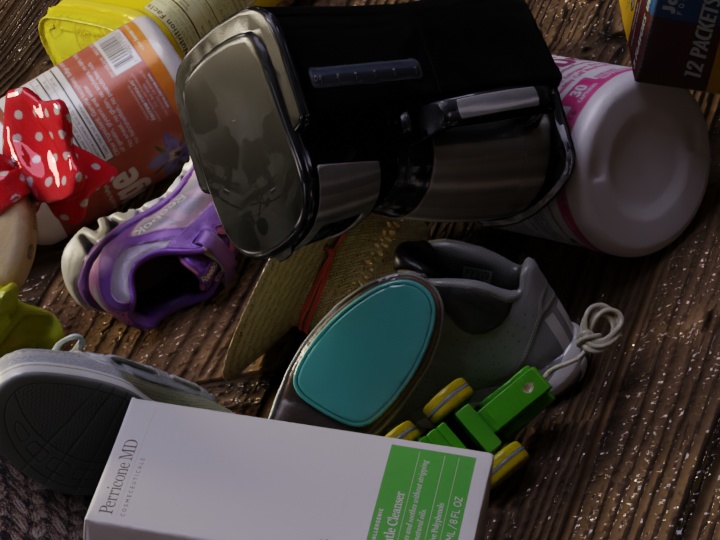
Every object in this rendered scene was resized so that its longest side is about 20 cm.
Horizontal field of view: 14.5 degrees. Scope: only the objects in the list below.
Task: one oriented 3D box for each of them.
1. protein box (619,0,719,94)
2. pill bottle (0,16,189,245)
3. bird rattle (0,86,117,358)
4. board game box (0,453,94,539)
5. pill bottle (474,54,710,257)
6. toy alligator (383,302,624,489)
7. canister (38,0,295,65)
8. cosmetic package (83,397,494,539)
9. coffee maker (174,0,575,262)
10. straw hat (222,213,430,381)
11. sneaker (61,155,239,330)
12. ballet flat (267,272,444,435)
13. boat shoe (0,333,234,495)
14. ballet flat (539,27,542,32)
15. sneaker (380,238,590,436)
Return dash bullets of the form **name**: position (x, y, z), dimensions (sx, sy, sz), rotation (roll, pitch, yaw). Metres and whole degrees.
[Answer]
- **protein box**: position (0.267, -0.203, 1.713), dimensions (0.199, 0.135, 0.199), rotation (8, 31, -5)
- **pill bottle**: position (-0.212, -0.089, 2.053), dimensions (0.200, 0.112, 0.112), rotation (-31, 29, -5)
- **bird rattle**: position (-0.260, -0.026, 1.860), dimensions (0.162, 0.201, 0.113), rotation (10, 0, 13)
- **board game box**: position (-0.208, 0.166, 1.525), dimensions (0.097, 0.159, 0.200), rotation (-43, 38, 26)
- **pill bottle**: position (0.111, -0.078, 1.756), dimensions (0.113, 0.114, 0.200), rotation (-42, 32, -24)
- **toy alligator**: position (0.069, 0.090, 1.593), dimensions (0.200, 0.059, 0.054), rotation (-38, -10, -17)
- **canister**: position (-0.132, -0.215, 2.214), dimensions (0.200, 0.087, 0.148), rotation (-41, 32, -25)
- **cosmetic package**: position (-0.038, 0.143, 1.485), dimensions (0.199, 0.085, 0.108), rotation (9, 38, 5)
- **coffee maker**: position (-0.002, -0.106, 1.640), dimensions (0.200, 0.135, 0.192), rotation (-7, 52, -37)
- **straw hat**: position (0.000, 0.000, 1.750), dimensions (0.085, 0.201, 0.201), rotation (28, 49, 5)
- **sneaker**: position (-0.102, -0.027, 1.905), dimensions (0.200, 0.081, 0.088), rotation (-38, 35, -5)
- **ballet flat**: position (-0.021, 0.087, 1.601), dimensions (0.200, 0.067, 0.064), rotation (-56, -7, -2)
- **boat shoe**: position (-0.138, 0.079, 1.564), dimensions (0.075, 0.202, 0.065), rotation (-53, 51, 18)
- **ballet flat**: position (0.051, -0.121, 1.903), dimensions (0.062, 0.068, 0.200), rotation (36, 43, 14)
- **sneaker**: position (0.024, 0.037, 1.644), dimensions (0.199, 0.116, 0.075), rotation (-20, 31, 14)
